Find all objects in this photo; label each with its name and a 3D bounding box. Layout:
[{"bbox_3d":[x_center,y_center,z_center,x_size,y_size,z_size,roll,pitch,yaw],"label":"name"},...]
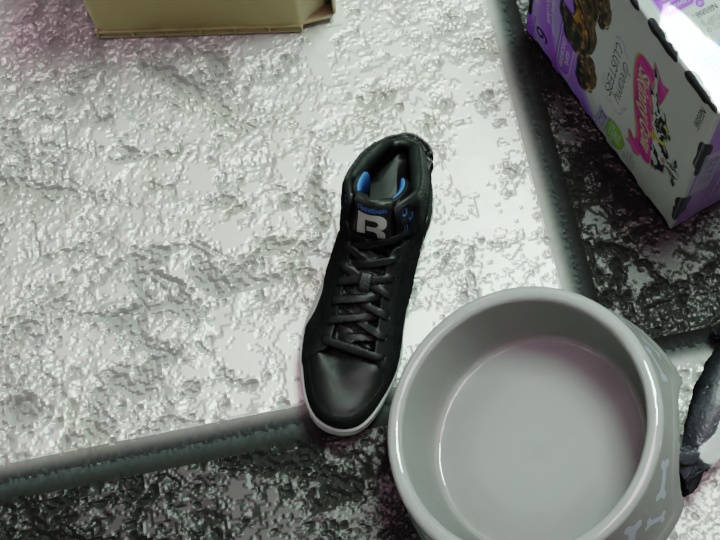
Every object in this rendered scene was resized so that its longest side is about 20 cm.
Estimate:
[{"bbox_3d":[0.199,-0.156,0.826,0.071,0.168,0.201,-27,68,-8],"label":"candy box"},{"bbox_3d":[-0.121,-0.264,0.870,0.195,0.200,0.095,-2,68,2],"label":"storage bin"},{"bbox_3d":[0.106,0.102,0.753,0.197,0.059,0.203,-10,64,20],"label":"dog bowl"},{"bbox_3d":[0.262,0.063,0.805,0.105,0.071,0.201,41,82,-29],"label":"orca plush"},{"bbox_3d":[0.000,0.000,0.802,0.072,0.112,0.203,12,68,9],"label":"sneaker"}]
